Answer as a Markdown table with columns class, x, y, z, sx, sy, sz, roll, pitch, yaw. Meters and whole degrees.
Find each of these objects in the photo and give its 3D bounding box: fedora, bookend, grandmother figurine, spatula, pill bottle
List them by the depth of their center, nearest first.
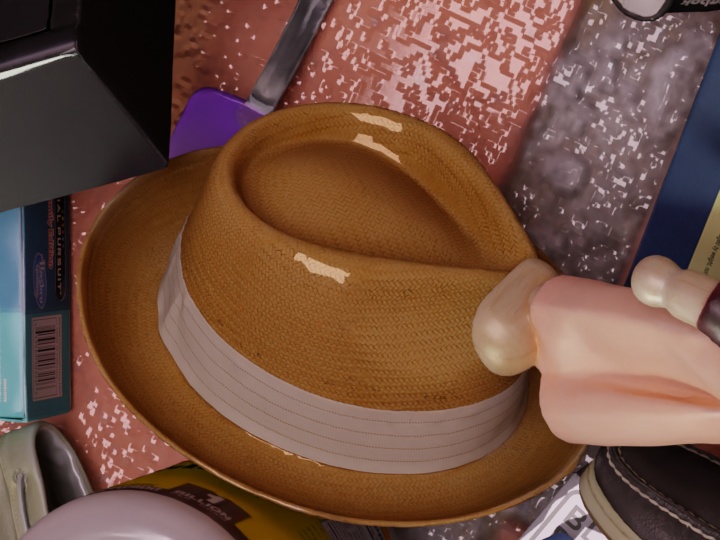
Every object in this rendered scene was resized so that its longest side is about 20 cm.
| class | x | y | z | sx | sy | sz | roll | pitch | yaw |
| --- | --- | --- | --- | --- | --- | --- | --- | --- | --- |
| grandmother figurine | 0.133 | 0.037 | 0.886 | 0.199 | 0.121 | 0.061 | 7 | 76 | 51 |
| fedora | 0.000 | 0.000 | 0.986 | 0.200 | 0.201 | 0.082 | 31 | 135 | 14 |
| pill bottle | -0.050 | 0.122 | 1.002 | 0.109 | 0.200 | 0.110 | 1 | 93 | 18 |
| bookend | -0.088 | -0.127 | 1.011 | 0.198 | 0.092 | 0.201 | -13 | 54 | 19 |
| spatula | -0.022 | -0.099 | 1.077 | 0.056 | 0.021 | 0.201 | 26 | 98 | 3 |

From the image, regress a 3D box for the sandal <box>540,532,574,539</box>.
| class | x | y | z | sx | sy | sz | roll | pitch | yaw |
| --- | --- | --- | --- | --- | --- | --- | --- | --- | --- |
| sandal | 0.116 | 0.147 | 0.955 | 0.199 | 0.080 | 0.087 | 17 | 62 | 5 |

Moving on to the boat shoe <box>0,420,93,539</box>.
| class | x | y | z | sx | sy | sz | roll | pitch | yaw |
| --- | --- | --- | --- | --- | --- | --- | --- | --- | --- |
| boat shoe | -0.111 | 0.155 | 1.090 | 0.062 | 0.072 | 0.201 | -33 | 80 | 25 |

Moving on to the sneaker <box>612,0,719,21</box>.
| class | x | y | z | sx | sy | sz | roll | pitch | yaw |
| --- | --- | --- | --- | --- | --- | --- | --- | --- | --- |
| sneaker | 0.133 | -0.148 | 0.969 | 0.080 | 0.199 | 0.116 | -18 | 103 | -25 |

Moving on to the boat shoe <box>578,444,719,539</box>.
| class | x | y | z | sx | sy | sz | roll | pitch | yaw |
| --- | --- | --- | --- | --- | --- | --- | --- | --- | --- |
| boat shoe | 0.169 | 0.101 | 0.943 | 0.199 | 0.073 | 0.065 | 30 | 120 | 18 |

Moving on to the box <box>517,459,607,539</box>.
| class | x | y | z | sx | sy | sz | roll | pitch | yaw |
| --- | --- | --- | --- | --- | --- | --- | --- | --- | --- |
| box | 0.067 | 0.182 | 1.040 | 0.117 | 0.060 | 0.200 | 43 | 104 | 11 |

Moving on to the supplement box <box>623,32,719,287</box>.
| class | x | y | z | sx | sy | sz | roll | pitch | yaw |
| --- | --- | --- | --- | --- | --- | --- | --- | --- | --- |
| supplement box | 0.218 | -0.028 | 0.892 | 0.199 | 0.200 | 0.134 | 35 | 61 | 13 |

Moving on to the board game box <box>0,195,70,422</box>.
| class | x | y | z | sx | sy | sz | roll | pitch | yaw |
| --- | --- | --- | --- | --- | --- | --- | --- | --- | --- |
| board game box | -0.219 | -0.017 | 1.132 | 0.199 | 0.047 | 0.152 | 1 | 92 | 18 |
